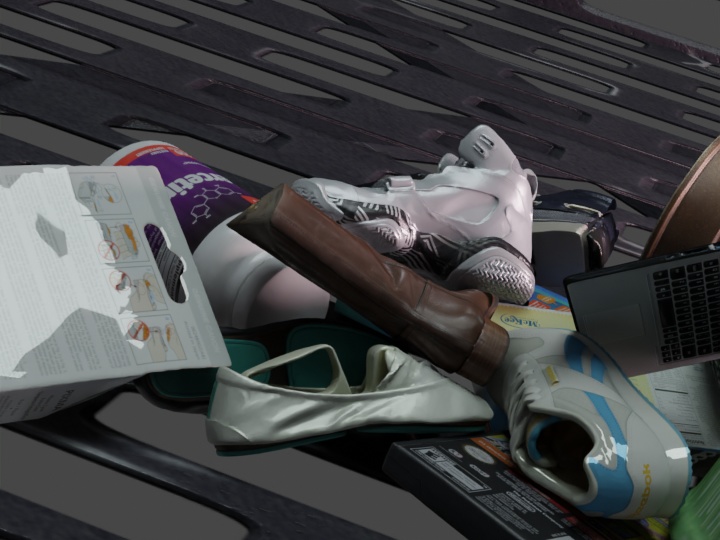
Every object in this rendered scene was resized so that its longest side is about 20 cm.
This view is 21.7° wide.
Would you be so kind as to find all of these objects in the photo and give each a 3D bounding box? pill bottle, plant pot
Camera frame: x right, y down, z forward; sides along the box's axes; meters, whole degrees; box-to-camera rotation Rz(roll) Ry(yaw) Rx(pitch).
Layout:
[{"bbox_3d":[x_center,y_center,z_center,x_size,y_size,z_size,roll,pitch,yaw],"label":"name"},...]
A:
[{"bbox_3d":[-0.113,-0.011,1.369,0.112,0.114,0.199,-2,25,-44],"label":"pill bottle"},{"bbox_3d":[0.368,0.007,1.640,0.197,0.202,0.200,31,22,20],"label":"plant pot"}]

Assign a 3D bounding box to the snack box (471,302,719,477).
[{"bbox_3d":[0.176,0.088,1.380,0.198,0.037,0.117,9,46,-24],"label":"snack box"}]

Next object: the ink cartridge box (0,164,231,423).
[{"bbox_3d":[-0.197,0.011,1.185,0.198,0.047,0.161,-4,60,-38],"label":"ink cartridge box"}]

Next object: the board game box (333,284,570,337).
[{"bbox_3d":[0.100,0.039,1.520,0.199,0.045,0.152,25,21,23],"label":"board game box"}]

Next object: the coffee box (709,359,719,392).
[{"bbox_3d":[0.291,0.069,1.452,0.043,0.124,0.200,-13,15,3],"label":"coffee box"}]

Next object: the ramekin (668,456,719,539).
[{"bbox_3d":[0.300,0.169,1.159,0.198,0.098,0.200,26,19,-10],"label":"ramekin"}]

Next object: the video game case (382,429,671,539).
[{"bbox_3d":[0.139,0.163,1.182,0.199,0.026,0.180,35,21,35],"label":"video game case"}]

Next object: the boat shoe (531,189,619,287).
[{"bbox_3d":[0.131,-0.030,1.632,0.198,0.075,0.093,7,28,27],"label":"boat shoe"}]

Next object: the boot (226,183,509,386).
[{"bbox_3d":[0.000,0.000,1.289,0.199,0.065,0.186,30,-1,-9],"label":"boot"}]

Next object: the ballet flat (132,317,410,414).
[{"bbox_3d":[-0.061,0.068,1.260,0.198,0.074,0.073,3,21,-23],"label":"ballet flat"}]

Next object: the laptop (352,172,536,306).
[{"bbox_3d":[0.031,-0.006,1.507,0.200,0.103,0.177,41,19,-4],"label":"laptop"}]

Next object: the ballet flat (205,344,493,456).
[{"bbox_3d":[-0.005,0.079,1.211,0.198,0.070,0.069,-4,24,-21],"label":"ballet flat"}]

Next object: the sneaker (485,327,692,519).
[{"bbox_3d":[0.129,0.092,1.214,0.080,0.077,0.200,3,21,-30],"label":"sneaker"}]

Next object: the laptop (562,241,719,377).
[{"bbox_3d":[0.249,0.069,1.237,0.198,0.117,0.188,-12,-26,8],"label":"laptop"}]

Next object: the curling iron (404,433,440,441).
[{"bbox_3d":[0.034,0.118,1.265,0.049,0.026,0.200,-16,36,-22],"label":"curling iron"}]

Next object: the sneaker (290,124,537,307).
[{"bbox_3d":[0.044,-0.053,1.381,0.198,0.116,0.075,20,-25,-16],"label":"sneaker"}]
